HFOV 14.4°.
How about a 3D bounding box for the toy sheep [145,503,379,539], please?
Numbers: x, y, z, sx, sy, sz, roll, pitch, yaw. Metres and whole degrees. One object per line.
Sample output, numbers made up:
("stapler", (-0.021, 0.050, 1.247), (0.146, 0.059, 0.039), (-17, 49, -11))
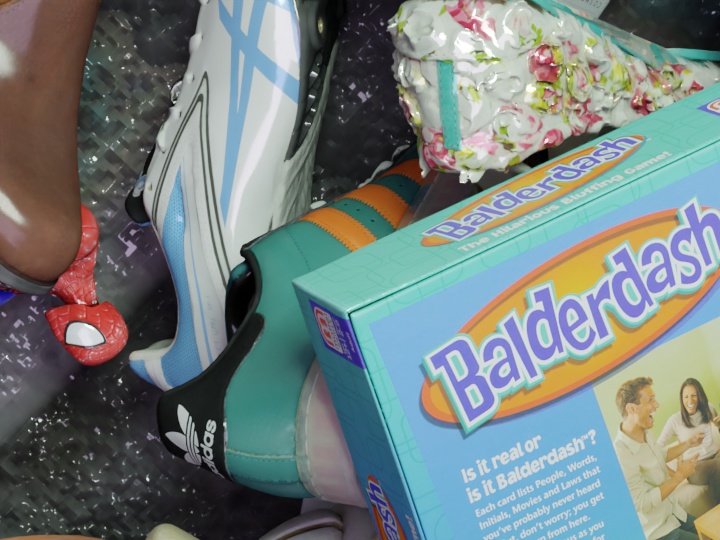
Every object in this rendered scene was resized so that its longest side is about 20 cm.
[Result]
("toy sheep", (0.019, 0.130, 0.923), (0.199, 0.138, 0.138), (31, 102, -8))

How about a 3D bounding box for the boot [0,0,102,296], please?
("boot", (-0.065, -0.111, 0.899), (0.199, 0.068, 0.189), (-29, 56, 25))

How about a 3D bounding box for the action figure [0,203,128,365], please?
("action figure", (-0.165, -0.028, 0.963), (0.200, 0.065, 0.099), (45, 62, -8))

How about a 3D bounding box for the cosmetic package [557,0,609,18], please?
("cosmetic package", (0.075, -0.180, 0.899), (0.085, 0.107, 0.201), (39, 103, 26))

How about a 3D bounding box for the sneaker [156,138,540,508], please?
("sneaker", (0.000, 0.000, 0.920), (0.079, 0.200, 0.072), (6, 123, 22))

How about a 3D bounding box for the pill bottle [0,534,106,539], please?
("pill bottle", (-0.109, 0.197, 1.001), (0.105, 0.106, 0.201), (0, 103, 3))

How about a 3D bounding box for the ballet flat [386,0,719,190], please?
("ballet flat", (0.069, -0.047, 0.901), (0.075, 0.200, 0.064), (0, 86, 35))

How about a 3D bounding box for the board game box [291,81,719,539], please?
("board game box", (0.081, 0.065, 0.841), (0.151, 0.045, 0.201), (-24, 110, -17))

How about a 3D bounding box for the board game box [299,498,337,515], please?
("board game box", (0.042, 0.109, 1.005), (0.133, 0.045, 0.201), (10, 103, 1))

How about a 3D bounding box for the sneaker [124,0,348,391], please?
("sneaker", (-0.044, -0.050, 0.964), (0.072, 0.072, 0.202), (6, 100, 9))
